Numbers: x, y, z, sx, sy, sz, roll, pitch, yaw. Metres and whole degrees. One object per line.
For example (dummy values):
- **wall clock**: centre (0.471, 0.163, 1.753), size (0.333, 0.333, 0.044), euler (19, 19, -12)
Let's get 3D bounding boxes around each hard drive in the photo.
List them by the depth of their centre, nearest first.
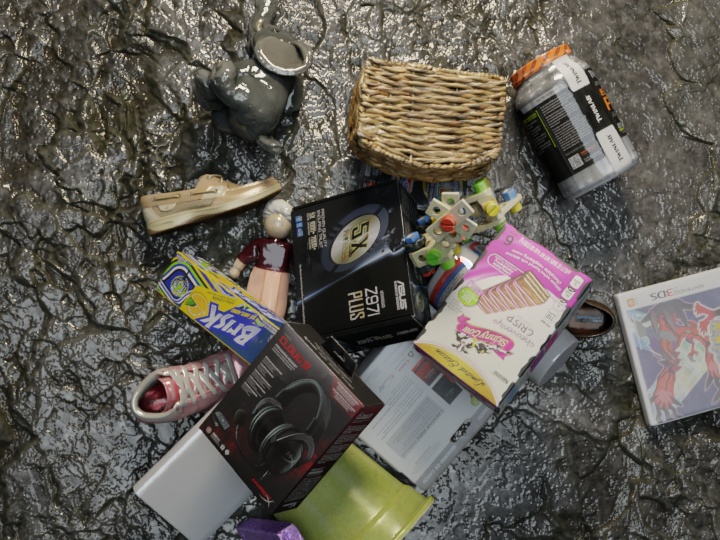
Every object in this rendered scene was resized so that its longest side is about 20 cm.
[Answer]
- **hard drive**: centre (-0.194, 0.267, 1.225), size (0.200, 0.027, 0.132), euler (-45, 117, -8)

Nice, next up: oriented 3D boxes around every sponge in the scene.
- **sponge**: centre (-0.101, 0.381, 1.165), size (0.030, 0.200, 0.112), euler (-28, 90, -25)

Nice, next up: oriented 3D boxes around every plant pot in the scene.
- **plant pot**: centre (-0.034, 0.312, 1.194), size (0.184, 0.200, 0.200), euler (44, 83, 10)

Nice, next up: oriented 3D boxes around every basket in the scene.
- **basket**: centre (0.084, -0.186, 1.204), size (0.198, 0.149, 0.144), euler (6, 82, -7)

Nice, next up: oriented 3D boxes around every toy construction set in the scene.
- **toy construction set**: centre (0.126, -0.058, 1.140), size (0.130, 0.200, 0.093), euler (-21, 93, 26)

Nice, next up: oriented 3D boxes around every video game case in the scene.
- **video game case**: centre (0.489, 0.112, 1.333), size (0.180, 0.023, 0.202), euler (-14, 87, -7)

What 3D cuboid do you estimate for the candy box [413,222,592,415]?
- **candy box**: centre (0.180, 0.059, 1.126), size (0.136, 0.061, 0.201), euler (35, 82, 20)

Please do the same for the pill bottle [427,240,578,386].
- **pill bottle**: centre (0.194, 0.061, 1.216), size (0.112, 0.112, 0.200), euler (-44, 68, -7)

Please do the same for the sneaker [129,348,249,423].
- **sneaker**: centre (-0.221, 0.158, 1.215), size (0.199, 0.105, 0.076), euler (-20, 82, -7)

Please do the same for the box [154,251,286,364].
- **box**: centre (-0.178, 0.056, 1.206), size (0.199, 0.070, 0.065), euler (34, 96, 21)

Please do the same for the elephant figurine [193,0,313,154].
- **elephant figurine**: centre (-0.127, -0.284, 1.255), size (0.200, 0.141, 0.156), euler (-46, 120, -23)

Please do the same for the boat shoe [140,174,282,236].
- **boat shoe**: centre (-0.210, -0.105, 1.253), size (0.198, 0.071, 0.065), euler (-17, 88, -6)

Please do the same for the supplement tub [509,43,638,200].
- **supplement tub**: centre (0.304, -0.215, 1.289), size (0.122, 0.123, 0.201), euler (-29, 90, -7)

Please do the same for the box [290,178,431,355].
- **box**: centre (0.000, 0.000, 1.202), size (0.162, 0.086, 0.202), euler (-13, 66, 18)

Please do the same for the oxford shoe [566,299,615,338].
- **oxford shoe**: centre (0.269, 0.064, 1.282), size (0.198, 0.084, 0.073), euler (-2, 90, 0)

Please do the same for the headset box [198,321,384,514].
- **headset box**: centre (-0.079, 0.173, 1.103), size (0.149, 0.077, 0.200), euler (45, 102, 21)

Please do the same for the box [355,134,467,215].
- **box**: centre (0.082, -0.185, 1.302), size (0.159, 0.044, 0.202), euler (9, 85, -5)

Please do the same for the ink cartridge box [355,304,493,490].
- **ink cartridge box**: centre (0.084, 0.172, 1.245), size (0.175, 0.084, 0.200), euler (42, 90, -4)

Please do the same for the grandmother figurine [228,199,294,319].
- **grandmother figurine**: centre (-0.124, 0.000, 1.262), size (0.120, 0.061, 0.202), euler (8, 87, -14)
